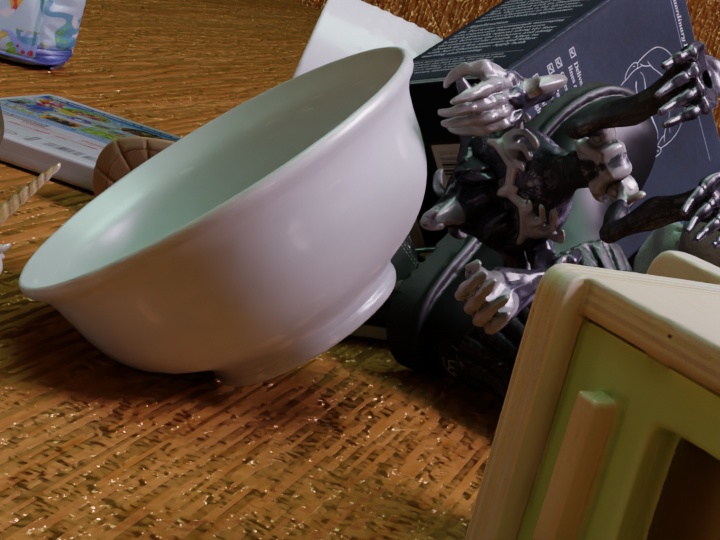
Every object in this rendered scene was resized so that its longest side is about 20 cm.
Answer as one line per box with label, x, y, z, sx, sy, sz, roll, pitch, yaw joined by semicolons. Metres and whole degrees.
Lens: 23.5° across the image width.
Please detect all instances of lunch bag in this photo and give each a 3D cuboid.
lunch bag;-0.350;-0.245;1.538;0.199;0.083;0.161;10;14;-25

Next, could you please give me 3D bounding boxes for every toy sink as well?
toy sink;0.113;0.076;0.592;0.111;0.131;0.200;7;16;-33

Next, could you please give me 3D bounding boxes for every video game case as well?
video game case;-0.200;-0.091;1.199;0.142;0.018;0.200;19;13;13

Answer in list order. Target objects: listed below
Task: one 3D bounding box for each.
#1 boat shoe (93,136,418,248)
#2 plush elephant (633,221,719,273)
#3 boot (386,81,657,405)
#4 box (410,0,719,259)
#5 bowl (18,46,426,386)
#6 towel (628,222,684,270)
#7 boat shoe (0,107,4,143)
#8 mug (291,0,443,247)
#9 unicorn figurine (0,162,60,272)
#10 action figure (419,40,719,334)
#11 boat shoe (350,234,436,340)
boat shoe;-0.059;-0.043;1.045;0.198;0.073;0.065;11;16;6
plush elephant;0.233;0.010;0.932;0.199;0.156;0.165;-8;-15;-32
boot;0.130;0.002;0.877;0.157;0.211;0.080;21;-27;40
box;0.123;-0.088;1.072;0.107;0.149;0.200;0;26;42
bowl;-0.045;-0.012;0.776;0.091;0.200;0.201;59;9;-15
towel;0.215;-0.026;1.126;0.111;0.049;0.200;-15;17;-9
boat shoe;-0.249;-0.064;0.927;0.067;0.072;0.200;-16;18;9
mug;0.029;-0.082;1.212;0.174;0.149;0.200;23;-18;-2
unicorn figurine;-0.226;-0.007;0.693;0.137;0.074;0.200;26;27;0
action figure;0.078;-0.040;0.766;0.102;0.120;0.199;-15;0;-38
boat shoe;0.000;0.000;0.940;0.199;0.068;0.072;10;15;-22
